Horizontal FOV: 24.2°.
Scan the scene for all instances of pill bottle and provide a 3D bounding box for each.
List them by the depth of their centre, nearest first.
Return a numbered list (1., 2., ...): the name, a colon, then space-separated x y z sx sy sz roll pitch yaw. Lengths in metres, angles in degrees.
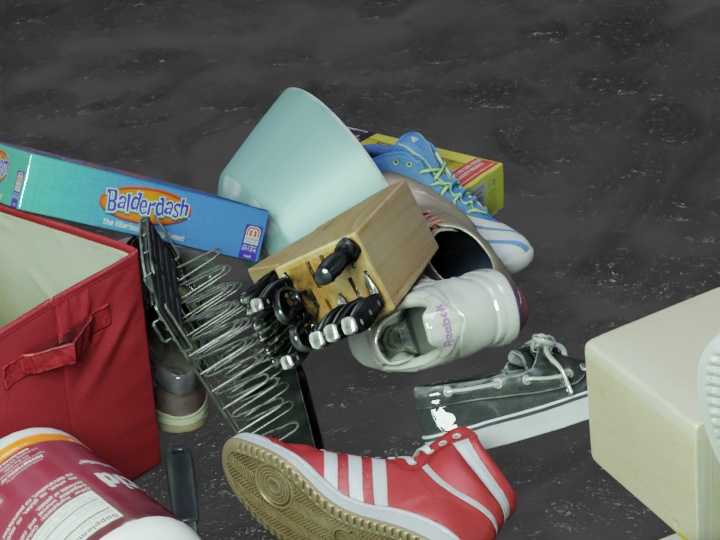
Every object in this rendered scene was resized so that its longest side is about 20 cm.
1. pill bottle: -0.162 0.186 1.033 0.114 0.115 0.200 -23 34 -33

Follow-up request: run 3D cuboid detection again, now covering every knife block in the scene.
1. knife block: 0.000 0.000 1.206 0.199 0.064 0.175 -31 10 -23

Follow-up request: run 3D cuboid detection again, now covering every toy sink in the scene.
1. toy sink: 0.276 0.089 1.173 0.199 0.113 0.130 -21 32 -21

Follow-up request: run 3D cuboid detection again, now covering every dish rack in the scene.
1. dish rack: -0.096 0.050 1.207 0.054 0.201 0.154 -28 29 3

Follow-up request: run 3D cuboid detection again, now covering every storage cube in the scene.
1. storage cube: -0.264 0.077 1.180 0.199 0.181 0.171 17 34 32

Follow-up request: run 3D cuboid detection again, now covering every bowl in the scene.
1. bowl: -0.046 -0.039 1.396 0.105 0.201 0.201 -35 37 -15

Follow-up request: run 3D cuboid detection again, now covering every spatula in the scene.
1. spatula: -0.118 0.178 1.142 0.056 0.021 0.200 -6 27 -8

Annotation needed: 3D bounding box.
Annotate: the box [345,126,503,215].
1. box: 0.034 -0.088 1.596 0.199 0.050 0.075 18 33 33

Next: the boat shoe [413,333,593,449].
1. boat shoe: 0.132 0.081 1.231 0.198 0.069 0.074 -16 0 -13

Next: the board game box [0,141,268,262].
1. board game box: -0.193 -0.056 1.301 0.199 0.045 0.152 12 3 -32

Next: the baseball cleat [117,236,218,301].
1. baseball cleat: -0.222 0.018 1.421 0.199 0.070 0.106 -8 21 -30

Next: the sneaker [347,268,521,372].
1. sneaker: 0.031 0.040 1.260 0.099 0.075 0.200 -16 -2 -31

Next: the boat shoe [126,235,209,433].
1. boat shoe: -0.151 0.035 1.318 0.071 0.065 0.201 4 43 -17

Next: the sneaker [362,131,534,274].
1. sneaker: 0.063 -0.060 1.482 0.199 0.106 0.076 16 33 33

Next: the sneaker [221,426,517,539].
1. sneaker: 0.010 0.143 1.140 0.199 0.072 0.112 23 41 27

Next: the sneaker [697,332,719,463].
1. sneaker: 0.277 0.114 1.058 0.078 0.201 0.079 -21 13 33

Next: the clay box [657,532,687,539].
1. clay box: 0.197 0.237 0.970 0.114 0.048 0.200 -15 31 -22

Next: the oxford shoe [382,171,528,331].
1. oxford shoe: 0.067 -0.029 1.394 0.071 0.074 0.200 -40 55 -8
